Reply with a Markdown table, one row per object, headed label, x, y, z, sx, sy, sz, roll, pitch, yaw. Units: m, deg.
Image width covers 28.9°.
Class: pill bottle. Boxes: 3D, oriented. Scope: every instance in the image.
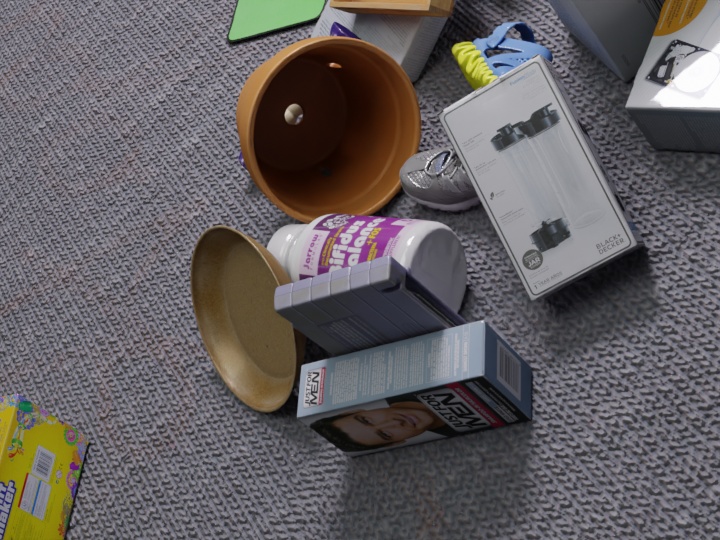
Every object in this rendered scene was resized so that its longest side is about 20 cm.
| label | x | y | z | sx | sy | sz | roll | pitch | yaw |
| --- | --- | --- | --- | --- | --- | --- | --- | --- | --- |
| pill bottle | 0.000 | 0.000 | 1.416 | 0.199 | 0.112 | 0.113 | 6 | 64 | 39 |

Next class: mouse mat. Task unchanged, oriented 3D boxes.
| label | x | y | z | sx | sy | sz | roll | pitch | yaw |
| --- | --- | --- | --- | --- | --- | --- | --- | --- | --- |
| mouse mat | -0.095 | -0.392 | 1.839 | 0.160 | 0.008 | 0.201 | -8 | 57 | 34 |

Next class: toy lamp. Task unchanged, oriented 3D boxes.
| label | x | y | z | sx | sy | sz | roll | pitch | yaw |
| --- | --- | --- | --- | --- | --- | --- | --- | --- | --- |
| toy lamp | -0.072 | -0.197 | 1.631 | 0.200 | 0.058 | 0.058 | -53 | 43 | 14 |

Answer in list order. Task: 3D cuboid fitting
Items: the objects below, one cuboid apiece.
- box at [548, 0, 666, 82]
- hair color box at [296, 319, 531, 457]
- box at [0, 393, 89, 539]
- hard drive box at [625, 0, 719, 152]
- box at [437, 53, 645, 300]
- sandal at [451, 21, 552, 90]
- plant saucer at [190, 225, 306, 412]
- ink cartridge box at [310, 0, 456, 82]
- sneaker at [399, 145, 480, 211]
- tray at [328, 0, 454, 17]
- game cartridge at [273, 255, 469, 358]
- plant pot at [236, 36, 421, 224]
| label | x | y | z | sx | sy | sz | roll | pitch | yaw |
| --- | --- | --- | --- | --- | --- | --- | --- | --- | --- |
| box | 0.268 | -0.337 | 1.385 | 0.199 | 0.200 | 0.131 | -41 | 45 | 6 |
| hair color box | 0.050 | 0.114 | 1.307 | 0.199 | 0.099 | 0.061 | -15 | 53 | 29 |
| box | -0.431 | 0.264 | 1.554 | 0.192 | 0.122 | 0.201 | -13 | 53 | 31 |
| hard drive box | 0.370 | -0.192 | 1.295 | 0.199 | 0.077 | 0.157 | 7 | 66 | 40 |
| box | 0.170 | -0.087 | 1.311 | 0.116 | 0.060 | 0.201 | -30 | 82 | 18 |
| sandal | 0.164 | -0.205 | 1.452 | 0.087 | 0.080 | 0.200 | -32 | 38 | 3 |
| plant saucer | -0.111 | 0.047 | 1.453 | 0.035 | 0.202 | 0.200 | -18 | 32 | -33 |
| ink cartridge box | 0.030 | -0.309 | 1.640 | 0.201 | 0.040 | 0.200 | -61 | 39 | 24 |
| sneaker | 0.121 | -0.114 | 1.424 | 0.199 | 0.082 | 0.075 | -3 | 58 | 35 |
| tray | 0.042 | -0.338 | 1.565 | 0.200 | 0.037 | 0.099 | 18 | 96 | 56 |
| game cartridge | 0.023 | 0.052 | 1.299 | 0.129 | 0.200 | 0.039 | -11 | 59 | 30 |
| plant pot | -0.052 | -0.162 | 1.526 | 0.200 | 0.200 | 0.140 | -50 | 28 | -4 |
